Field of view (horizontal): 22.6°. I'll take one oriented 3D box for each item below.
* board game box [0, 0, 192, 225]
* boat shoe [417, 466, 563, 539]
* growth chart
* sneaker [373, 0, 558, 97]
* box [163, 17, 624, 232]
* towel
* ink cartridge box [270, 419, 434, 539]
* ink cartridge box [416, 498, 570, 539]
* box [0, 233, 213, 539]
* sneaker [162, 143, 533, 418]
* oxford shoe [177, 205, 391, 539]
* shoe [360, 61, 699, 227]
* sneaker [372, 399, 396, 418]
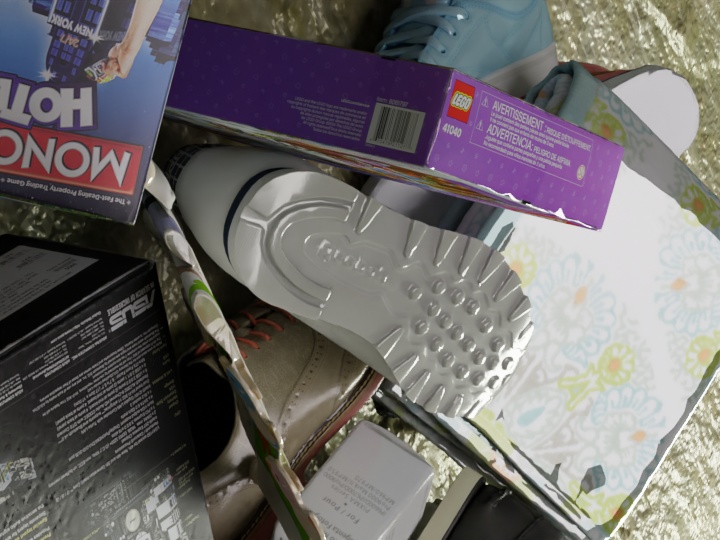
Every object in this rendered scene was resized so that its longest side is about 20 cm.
[{"bbox_3d":[-0.160,-0.088,0.576,0.200,0.062,0.200,14,97,-20],"label":"board game box"},{"bbox_3d":[0.023,0.193,0.850,0.202,0.063,0.074,-57,168,-7],"label":"boat shoe"},{"bbox_3d":[-0.057,0.029,0.714,0.018,0.145,0.200,-25,104,-7],"label":"growth chart"},{"bbox_3d":[0.032,-0.112,0.898,0.200,0.074,0.082,-35,117,-54],"label":"sneaker"},{"bbox_3d":[-0.013,-0.065,0.727,0.137,0.200,0.039,15,91,-55],"label":"box"},{"bbox_3d":[0.107,0.022,0.913,0.171,0.048,0.200,41,76,-26],"label":"towel"},{"bbox_3d":[-0.045,0.186,0.822,0.200,0.057,0.163,-42,157,-37],"label":"ink cartridge box"},{"bbox_3d":[0.059,0.234,0.917,0.083,0.147,0.200,36,75,-33],"label":"ink cartridge box"},{"bbox_3d":[-0.155,0.102,0.667,0.200,0.086,0.164,-36,125,-44],"label":"box"},{"bbox_3d":[0.000,0.000,0.794,0.200,0.080,0.076,37,82,-41],"label":"sneaker"},{"bbox_3d":[-0.039,0.042,0.830,0.075,0.070,0.200,48,59,-43],"label":"oxford shoe"},{"bbox_3d":[0.077,-0.060,0.968,0.200,0.091,0.072,-23,107,-17],"label":"shoe"},{"bbox_3d":[0.062,0.012,0.985,0.200,0.077,0.089,-35,93,-43],"label":"sneaker"}]
